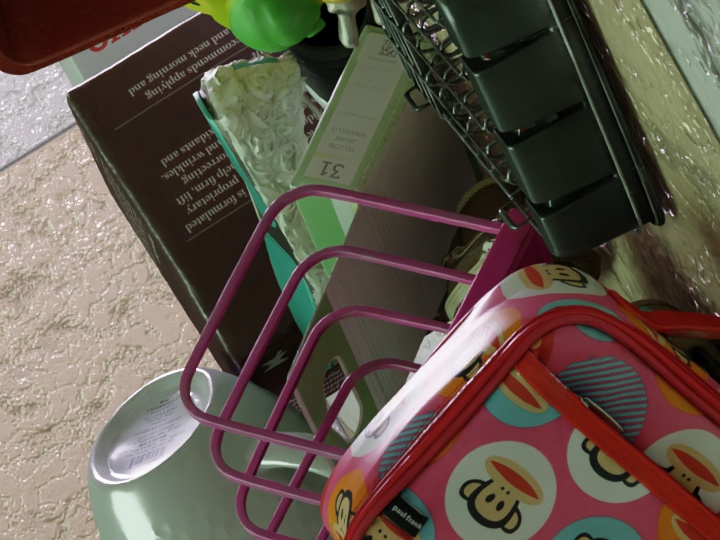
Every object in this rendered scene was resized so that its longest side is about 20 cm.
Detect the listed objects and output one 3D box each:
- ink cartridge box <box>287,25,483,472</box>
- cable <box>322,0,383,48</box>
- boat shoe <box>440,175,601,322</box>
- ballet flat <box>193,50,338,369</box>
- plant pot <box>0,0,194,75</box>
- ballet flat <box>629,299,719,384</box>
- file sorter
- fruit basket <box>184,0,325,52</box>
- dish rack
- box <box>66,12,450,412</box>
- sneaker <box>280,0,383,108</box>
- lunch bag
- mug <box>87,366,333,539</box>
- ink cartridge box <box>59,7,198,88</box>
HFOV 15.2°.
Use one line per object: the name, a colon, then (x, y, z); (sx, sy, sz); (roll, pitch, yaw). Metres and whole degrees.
ink cartridge box: (0.000, 0.000, 1.365); (0.048, 0.201, 0.146); (14, 153, 23)
cable: (-0.018, -0.205, 1.212); (0.097, 0.050, 0.201); (-72, -24, -54)
boat shoe: (0.066, -0.009, 1.308); (0.202, 0.074, 0.075); (104, 149, -75)
ballet flat: (-0.025, -0.032, 1.429); (0.072, 0.072, 0.201); (51, 167, 51)
plant pot: (-0.095, -0.230, 0.999); (0.200, 0.199, 0.177); (66, -179, -51)
ballet flat: (0.162, 0.103, 1.155); (0.201, 0.068, 0.072); (65, 164, -16)
file sorter: (0.016, 0.075, 1.221); (0.125, 0.139, 0.200); (14, 149, 25)
fruit basket: (-0.099, -0.198, 1.307); (0.216, 0.154, 0.217); (171, 90, -87)
dish rack: (0.042, -0.102, 1.118); (0.154, 0.054, 0.200); (64, 174, -35)
box: (-0.048, -0.043, 1.610); (0.201, 0.165, 0.164); (57, 173, 17)
sneaker: (-0.050, -0.177, 1.437); (0.200, 0.071, 0.099); (51, 171, 10)
lunch bag: (0.103, 0.097, 1.068); (0.200, 0.176, 0.082); (39, -173, -20)
mug: (-0.048, 0.140, 1.506); (0.199, 0.148, 0.176); (-13, 128, 41)
ink cartridge box: (-0.103, -0.121, 1.768); (0.201, 0.146, 0.084); (60, 172, -27)
